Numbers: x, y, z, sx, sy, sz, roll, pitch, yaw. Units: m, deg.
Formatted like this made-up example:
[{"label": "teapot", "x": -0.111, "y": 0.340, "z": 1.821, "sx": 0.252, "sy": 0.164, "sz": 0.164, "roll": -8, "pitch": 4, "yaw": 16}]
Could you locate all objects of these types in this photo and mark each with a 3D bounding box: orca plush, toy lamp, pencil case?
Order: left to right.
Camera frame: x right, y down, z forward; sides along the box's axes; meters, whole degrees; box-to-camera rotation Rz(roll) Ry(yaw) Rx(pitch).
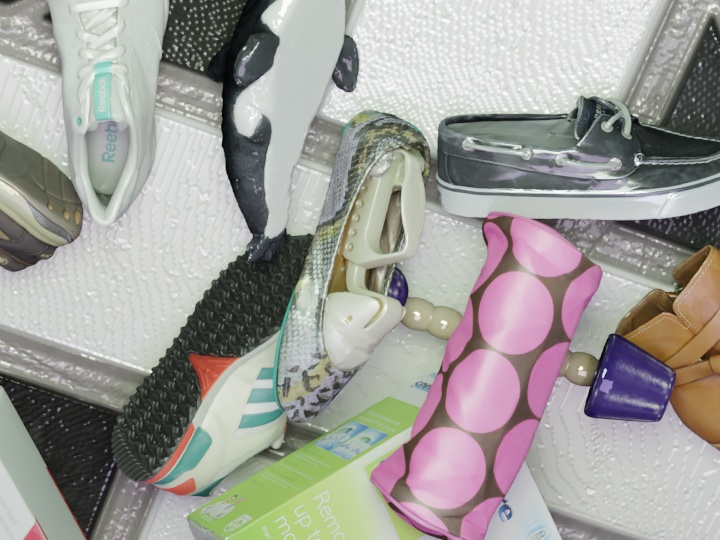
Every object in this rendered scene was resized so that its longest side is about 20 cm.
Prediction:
[{"label": "orca plush", "x": -0.059, "y": -0.111, "z": 1.604, "sx": 0.105, "sy": 0.071, "sz": 0.200, "roll": -26, "pitch": 128, "yaw": -40}, {"label": "pencil case", "x": 0.074, "y": 0.066, "z": 1.582, "sx": 0.091, "sy": 0.094, "sz": 0.200, "roll": 30, "pitch": 83, "yaw": -41}, {"label": "toy lamp", "x": 0.102, "y": 0.048, "z": 1.652, "sx": 0.200, "sy": 0.058, "sz": 0.058, "roll": 20, "pitch": 113, "yaw": 2}]

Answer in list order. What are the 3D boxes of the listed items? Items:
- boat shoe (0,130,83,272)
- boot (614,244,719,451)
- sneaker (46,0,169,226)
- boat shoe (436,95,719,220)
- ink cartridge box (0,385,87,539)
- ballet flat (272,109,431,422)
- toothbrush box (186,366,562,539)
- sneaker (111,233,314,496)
[{"label": "boat shoe", "x": -0.264, "y": -0.069, "z": 1.596, "sx": 0.200, "sy": 0.075, "sz": 0.073, "roll": 41, "pitch": 113, "yaw": -11}, {"label": "boot", "x": 0.277, "y": 0.030, "z": 1.667, "sx": 0.155, "sy": 0.077, "sz": 0.200, "roll": 43, "pitch": 114, "yaw": -14}, {"label": "sneaker", "x": -0.153, "y": -0.123, "z": 1.567, "sx": 0.075, "sy": 0.089, "sz": 0.200, "roll": -3, "pitch": 114, "yaw": 1}, {"label": "boat shoe", "x": 0.146, "y": -0.075, "z": 1.612, "sx": 0.200, "sy": 0.072, "sz": 0.068, "roll": -1, "pitch": 116, "yaw": 6}, {"label": "ink cartridge box", "x": -0.296, "y": 0.187, "z": 1.704, "sx": 0.200, "sy": 0.083, "sz": 0.145, "roll": -23, "pitch": 113, "yaw": 8}, {"label": "ballet flat", "x": 0.000, "y": 0.000, "z": 1.595, "sx": 0.072, "sy": 0.072, "sz": 0.201, "roll": 16, "pitch": 86, "yaw": -9}, {"label": "toothbrush box", "x": 0.014, "y": 0.175, "z": 1.660, "sx": 0.200, "sy": 0.086, "sz": 0.146, "roll": -29, "pitch": 105, "yaw": -18}, {"label": "sneaker", "x": -0.070, "y": 0.065, "z": 1.676, "sx": 0.200, "sy": 0.070, "sz": 0.093, "roll": -51, "pitch": 141, "yaw": 4}]
